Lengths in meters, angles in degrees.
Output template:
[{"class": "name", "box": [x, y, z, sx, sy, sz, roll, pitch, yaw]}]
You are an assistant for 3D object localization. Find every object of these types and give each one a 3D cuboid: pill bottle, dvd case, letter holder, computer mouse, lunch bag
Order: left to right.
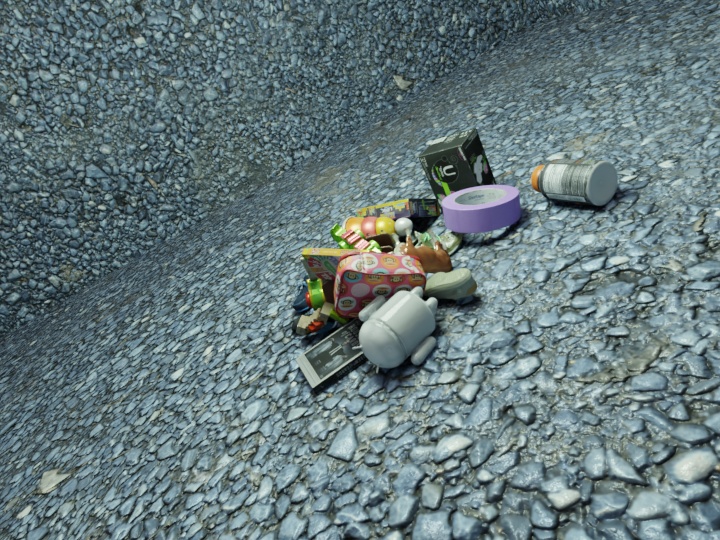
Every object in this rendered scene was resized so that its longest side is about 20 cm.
[{"class": "computer mouse", "box": [-0.099, 0.124, 1.401, 0.199, 0.034, 0.059, -17, 26, 23]}, {"class": "dvd case", "box": [-0.044, 0.185, 1.233, 0.199, 0.025, 0.150, -34, 25, -10]}, {"class": "letter holder", "box": [0.000, 0.000, 1.367, 0.199, 0.143, 0.101, -20, 7, 13]}, {"class": "lunch bag", "box": [0.040, 0.047, 1.209, 0.198, 0.177, 0.082, 4, 40, -11]}, {"class": "pill bottle", "box": [0.513, -0.220, 1.320, 0.106, 0.107, 0.200, -36, 25, -15]}]

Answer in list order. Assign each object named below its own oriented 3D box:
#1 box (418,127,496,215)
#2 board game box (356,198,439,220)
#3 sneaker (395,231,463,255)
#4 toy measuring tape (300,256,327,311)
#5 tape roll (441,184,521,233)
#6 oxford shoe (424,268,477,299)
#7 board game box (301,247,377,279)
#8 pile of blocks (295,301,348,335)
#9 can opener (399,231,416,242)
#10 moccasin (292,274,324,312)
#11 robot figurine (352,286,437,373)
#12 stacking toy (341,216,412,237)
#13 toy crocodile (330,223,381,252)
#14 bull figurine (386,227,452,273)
[{"class": "box", "box": [0.288, -0.284, 1.572, 0.148, 0.201, 0.124, -7, 30, 40]}, {"class": "board game box", "box": [0.115, -0.176, 1.640, 0.199, 0.057, 0.165, -6, 3, 41]}, {"class": "sneaker", "box": [0.176, -0.068, 1.409, 0.199, 0.089, 0.077, -29, 24, -3]}, {"class": "toy measuring tape", "box": [-0.116, 0.049, 1.388, 0.073, 0.201, 0.074, -7, 50, 8]}, {"class": "tape roll", "box": [0.317, -0.164, 1.416, 0.198, 0.066, 0.200, -12, 23, 5]}, {"class": "oxford shoe", "box": [0.194, 0.040, 1.229, 0.075, 0.058, 0.200, -47, 15, -23]}, {"class": "board game box", "box": [-0.036, -0.012, 1.271, 0.198, 0.096, 0.030, 1, 51, 29]}, {"class": "pile of blocks", "box": [-0.082, 0.126, 1.326, 0.199, 0.082, 0.062, -34, 19, 29]}, {"class": "can opener", "box": [0.136, -0.087, 1.557, 0.067, 0.053, 0.200, -57, 19, 18]}, {"class": "moccasin", "box": [-0.146, 0.040, 1.571, 0.080, 0.068, 0.200, -11, 30, 34]}, {"class": "robot figurine", "box": [0.077, 0.122, 1.117, 0.169, 0.113, 0.200, 37, 62, 27]}, {"class": "stacking toy", "box": [0.057, -0.109, 1.534, 0.199, 0.147, 0.146, -18, 26, 31]}, {"class": "toy crocodile", "box": [-0.007, -0.062, 1.325, 0.067, 0.062, 0.200, -38, 39, -10]}, {"class": "bull figurine", "box": [0.134, -0.039, 1.301, 0.065, 0.199, 0.122, -40, 51, 48]}]
